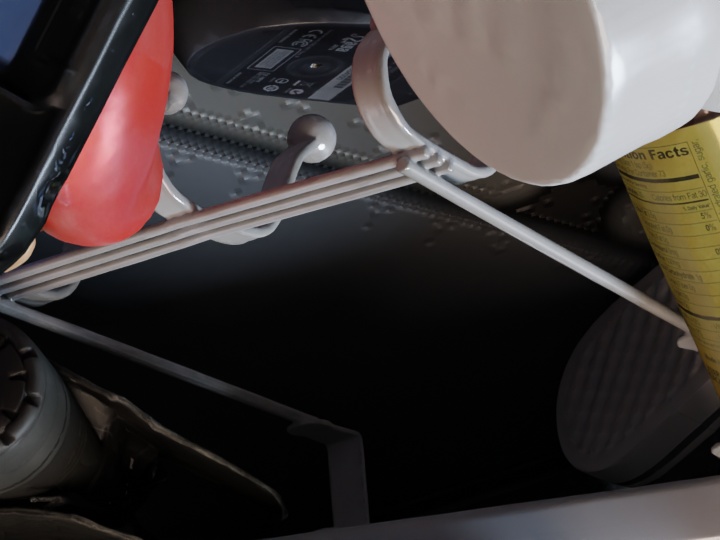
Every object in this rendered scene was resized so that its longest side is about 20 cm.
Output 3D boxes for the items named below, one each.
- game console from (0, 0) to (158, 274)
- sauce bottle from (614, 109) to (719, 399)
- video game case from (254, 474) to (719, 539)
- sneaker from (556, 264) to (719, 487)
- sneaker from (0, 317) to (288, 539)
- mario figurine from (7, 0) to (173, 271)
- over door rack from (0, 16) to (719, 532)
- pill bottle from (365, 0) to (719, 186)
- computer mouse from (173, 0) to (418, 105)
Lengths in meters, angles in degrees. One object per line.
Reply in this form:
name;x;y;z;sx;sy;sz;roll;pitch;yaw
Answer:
game console;-0.113;-0.125;0.510;0.200;0.176;0.116;-63;155;4
sauce bottle;0.091;-0.048;0.707;0.066;0.066;0.200;-21;111;7
video game case;0.018;0.098;0.858;0.200;0.022;0.182;-7;167;-2
sneaker;0.147;0.006;0.822;0.079;0.079;0.200;20;140;-28
sneaker;-0.126;0.042;0.749;0.200;0.060;0.104;11;162;22
mario figurine;-0.135;-0.034;0.648;0.200;0.124;0.106;-25;173;22
over door rack;0.000;0.000;0.750;0.148;0.067;0.200;-15;145;30
pill bottle;0.101;-0.101;0.610;0.200;0.110;0.110;-28;145;-24
computer mouse;0.037;-0.064;0.748;0.200;0.034;0.059;6;160;-32
